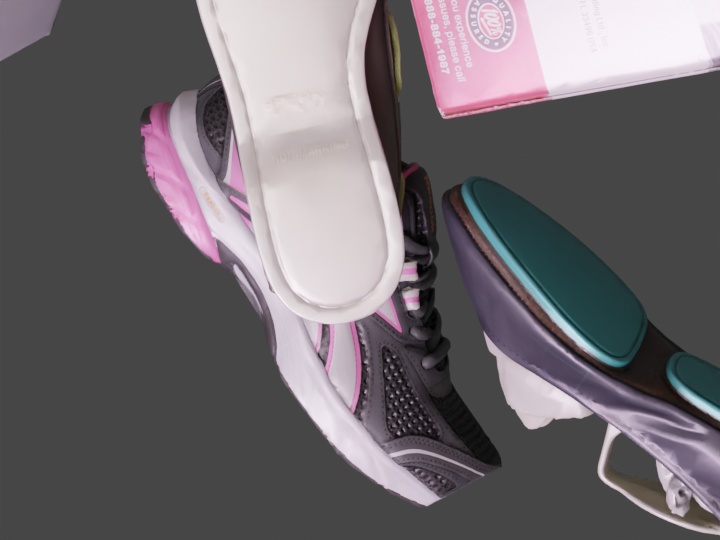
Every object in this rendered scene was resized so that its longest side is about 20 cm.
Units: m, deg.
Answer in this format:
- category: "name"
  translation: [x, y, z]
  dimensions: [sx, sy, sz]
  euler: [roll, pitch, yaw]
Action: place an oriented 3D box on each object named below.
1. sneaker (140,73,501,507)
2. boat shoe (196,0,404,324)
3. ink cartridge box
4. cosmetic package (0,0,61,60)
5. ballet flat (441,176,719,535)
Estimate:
- category: "sneaker"
  translation: [0.000, 0.000, 1.096]
  dimensions: [0.086, 0.080, 0.200]
  euler: [-34, 100, 15]
- category: "boat shoe"
  translation: [-0.021, -0.083, 1.028]
  dimensions: [0.072, 0.060, 0.203]
  euler: [-7, 96, 1]
- category: "ink cartridge box"
  translation: [0.114, -0.147, 0.999]
  dimensions: [0.199, 0.083, 0.147]
  euler: [-8, 104, 22]
- category: "cosmetic package"
  translation: [-0.192, -0.121, 1.052]
  dimensions: [0.113, 0.200, 0.081]
  euler: [27, 114, 12]
- category: "ballet flat"
  translation: [0.100, 0.047, 1.080]
  dimensions: [0.200, 0.073, 0.073]
  euler: [37, 116, 2]
